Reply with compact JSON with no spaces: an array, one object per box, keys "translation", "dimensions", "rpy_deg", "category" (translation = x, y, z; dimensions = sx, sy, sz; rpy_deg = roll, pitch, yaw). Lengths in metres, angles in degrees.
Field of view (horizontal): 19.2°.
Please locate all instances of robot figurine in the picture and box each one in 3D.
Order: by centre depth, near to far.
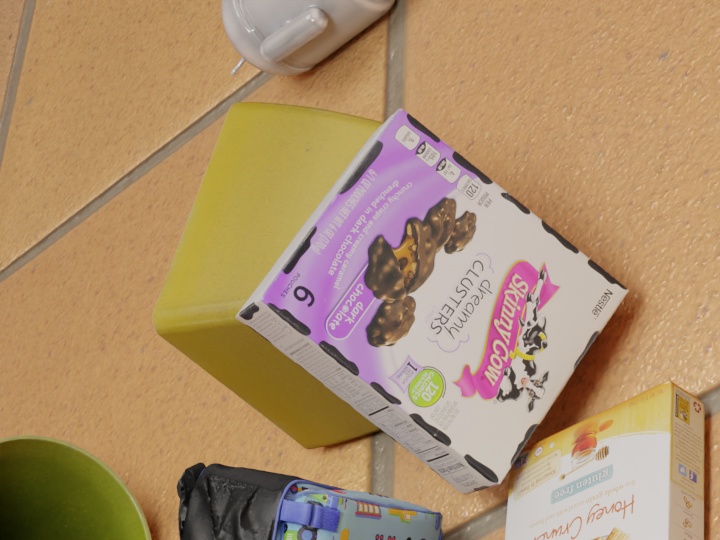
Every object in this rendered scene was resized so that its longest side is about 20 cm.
[{"translation":[-0.047,-0.252,1.938],"dimensions":[0.200,0.113,0.170],"rpy_deg":[-34,22,32],"category":"robot figurine"}]

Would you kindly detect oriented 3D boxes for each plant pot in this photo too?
[{"translation":[0.000,0.000,1.565],"dimensions":[0.176,0.200,0.200],"rpy_deg":[-5,56,40],"category":"plant pot"},{"translation":[-0.296,0.261,1.761],"dimensions":[0.200,0.187,0.187],"rpy_deg":[-43,29,49],"category":"plant pot"}]

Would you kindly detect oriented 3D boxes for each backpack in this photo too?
[{"translation":[-0.044,0.240,1.403],"dimensions":[0.134,0.182,0.200],"rpy_deg":[4,78,38],"category":"backpack"}]

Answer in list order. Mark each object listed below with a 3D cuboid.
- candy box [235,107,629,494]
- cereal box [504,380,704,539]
[{"translation":[0.049,0.022,1.415],"dimensions":[0.168,0.200,0.072],"rpy_deg":[-54,7,-20],"category":"candy box"},{"translation":[0.147,0.181,1.313],"dimensions":[0.144,0.040,0.200],"rpy_deg":[-31,38,39],"category":"cereal box"}]
